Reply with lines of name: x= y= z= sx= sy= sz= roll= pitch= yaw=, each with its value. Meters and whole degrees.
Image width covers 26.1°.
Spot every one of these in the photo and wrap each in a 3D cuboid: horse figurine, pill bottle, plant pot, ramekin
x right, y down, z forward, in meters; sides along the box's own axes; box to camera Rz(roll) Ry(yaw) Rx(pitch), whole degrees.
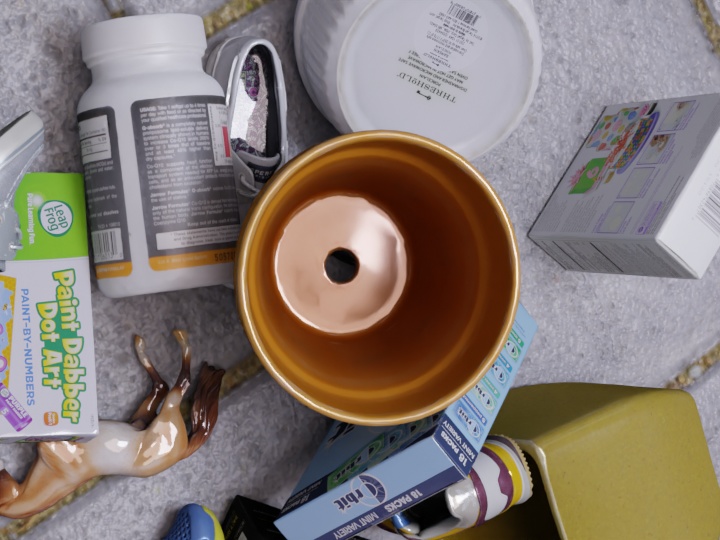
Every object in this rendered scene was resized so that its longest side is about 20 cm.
horse figurine: x=-0.192 y=0.117 z=1.202 sx=0.197 sy=0.050 sz=0.134 roll=-4 pitch=86 yaw=-21
pill bottle: x=-0.153 y=-0.085 z=1.172 sx=0.115 sy=0.116 sz=0.203 roll=-7 pitch=91 yaw=-23
plant pot: x=0.189 y=0.187 z=1.302 sx=0.199 sy=0.193 sz=0.198 roll=-24 pitch=101 yaw=-29
plant pot: x=0.000 y=0.000 z=1.146 sx=0.197 sy=0.183 sz=0.203 roll=-1 pitch=94 yaw=-9
ramekin: x=0.049 y=-0.173 z=1.224 sx=0.197 sy=0.105 sz=0.203 roll=-4 pitch=117 yaw=-7

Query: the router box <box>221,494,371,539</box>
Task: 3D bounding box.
router box: x=-0.005 y=0.255 z=1.230 sx=0.198 sy=0.149 sz=0.052 roll=23 pitch=97 yaw=-23

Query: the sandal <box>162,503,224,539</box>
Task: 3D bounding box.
sandal: x=-0.172 y=0.271 z=1.203 sx=0.086 sy=0.079 sz=0.202 roll=29 pitch=79 yaw=-18

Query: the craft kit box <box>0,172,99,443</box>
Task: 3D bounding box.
craft kit box: x=-0.294 y=0.028 z=1.131 sx=0.195 sy=0.048 sz=0.203 roll=0 pitch=77 yaw=-27

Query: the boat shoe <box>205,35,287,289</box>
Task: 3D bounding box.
boat shoe: x=-0.087 y=-0.085 z=1.229 sx=0.071 sy=0.068 sz=0.203 roll=6 pitch=90 yaw=-24

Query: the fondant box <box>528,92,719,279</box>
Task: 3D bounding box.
fondant box: x=0.243 y=-0.071 z=1.303 sx=0.058 sy=0.199 sz=0.145 roll=37 pitch=78 yaw=-22

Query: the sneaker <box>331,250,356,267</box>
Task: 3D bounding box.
sneaker: x=0.038 y=-0.025 z=1.287 sx=0.199 sy=0.077 sz=0.080 roll=38 pitch=68 yaw=-20

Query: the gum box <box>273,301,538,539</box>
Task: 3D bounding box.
gum box: x=0.037 y=0.115 z=1.189 sx=0.045 sy=0.169 sz=0.200 roll=49 pitch=36 yaw=-12

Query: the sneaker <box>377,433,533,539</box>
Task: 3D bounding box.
sneaker: x=0.044 y=0.175 z=1.224 sx=0.089 sy=0.199 sz=0.076 roll=-17 pitch=83 yaw=-36

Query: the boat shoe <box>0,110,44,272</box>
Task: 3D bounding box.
boat shoe: x=-0.279 y=-0.023 z=1.096 sx=0.071 sy=0.070 sz=0.202 roll=44 pitch=67 yaw=-19
